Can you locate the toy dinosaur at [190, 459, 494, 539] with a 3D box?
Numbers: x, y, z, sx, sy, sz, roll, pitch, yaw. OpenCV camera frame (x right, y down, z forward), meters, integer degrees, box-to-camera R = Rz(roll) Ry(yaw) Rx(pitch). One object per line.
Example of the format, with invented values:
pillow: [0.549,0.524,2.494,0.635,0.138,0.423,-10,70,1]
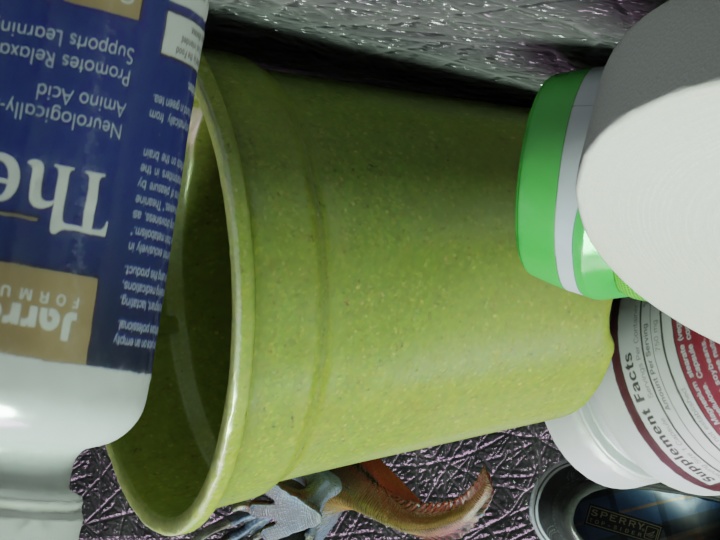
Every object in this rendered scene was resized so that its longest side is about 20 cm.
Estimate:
toy dinosaur: [-0.027,0.096,1.018,0.198,0.106,0.182,-1,-156,9]

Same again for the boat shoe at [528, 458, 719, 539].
boat shoe: [0.180,0.137,1.065,0.198,0.069,0.057,13,179,-9]

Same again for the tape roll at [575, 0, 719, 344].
tape roll: [0.161,-0.017,0.625,0.201,0.037,0.203,14,156,6]

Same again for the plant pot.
plant pot: [0.000,0.000,0.896,0.183,0.202,0.200,-2,-178,-23]

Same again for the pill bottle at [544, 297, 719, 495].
pill bottle: [0.168,0.029,0.903,0.112,0.114,0.200,11,158,-33]

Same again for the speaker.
speaker: [0.158,-0.021,0.759,0.198,0.089,0.088,8,177,18]

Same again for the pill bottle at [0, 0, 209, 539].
pill bottle: [-0.110,-0.011,0.640,0.110,0.202,0.111,8,177,0]
